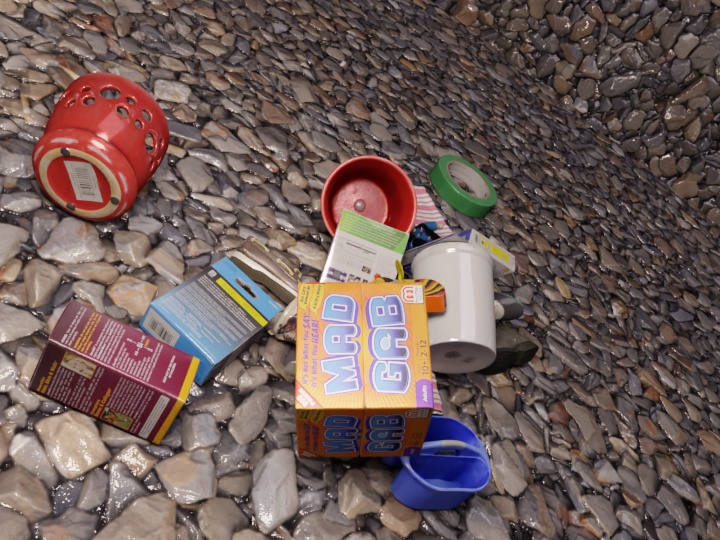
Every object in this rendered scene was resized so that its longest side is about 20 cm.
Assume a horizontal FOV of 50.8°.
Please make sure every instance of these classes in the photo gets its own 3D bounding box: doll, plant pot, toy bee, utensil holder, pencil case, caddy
[{"bbox_3d":[0.166,-0.057,1.758,0.199,0.048,0.138,38,62,-12],"label":"doll"},{"bbox_3d":[-0.445,-0.202,1.285,0.198,0.201,0.185,28,43,-13],"label":"plant pot"},{"bbox_3d":[0.057,0.036,1.396,0.195,0.133,0.110,10,32,-8],"label":"toy bee"},{"bbox_3d":[0.008,-0.135,1.592,0.198,0.203,0.177,32,-1,-7],"label":"plant pot"},{"bbox_3d":[0.180,0.076,1.472,0.167,0.170,0.204,18,57,-25],"label":"utensil holder"},{"bbox_3d":[-0.063,0.129,1.345,0.198,0.090,0.078,33,-8,-3],"label":"pencil case"},{"bbox_3d":[0.131,0.319,1.282,0.197,0.106,0.143,11,41,-33],"label":"caddy"}]

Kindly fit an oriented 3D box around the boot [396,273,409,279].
[{"bbox_3d":[0.059,0.043,1.567,0.198,0.078,0.139,-20,69,-50],"label":"boot"}]

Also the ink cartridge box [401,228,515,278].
[{"bbox_3d":[0.182,-0.024,1.557,0.198,0.196,0.048,30,55,-35],"label":"ink cartridge box"}]

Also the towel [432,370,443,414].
[{"bbox_3d":[0.086,0.180,1.469,0.144,0.030,0.202,20,38,-25],"label":"towel"}]

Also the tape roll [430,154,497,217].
[{"bbox_3d":[0.287,-0.235,2.106,0.197,0.048,0.203,25,36,-19],"label":"tape roll"}]

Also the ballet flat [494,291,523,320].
[{"bbox_3d":[0.259,0.076,1.676,0.196,0.074,0.073,20,31,18],"label":"ballet flat"}]

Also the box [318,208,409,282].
[{"bbox_3d":[0.000,0.000,1.470,0.142,0.036,0.204,20,78,-7],"label":"box"}]

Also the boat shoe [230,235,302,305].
[{"bbox_3d":[-0.145,0.012,1.406,0.198,0.072,0.060,35,65,2],"label":"boat shoe"}]

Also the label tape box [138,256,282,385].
[{"bbox_3d":[-0.243,0.079,1.257,0.144,0.064,0.200,42,35,7],"label":"label tape box"}]

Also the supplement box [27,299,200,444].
[{"bbox_3d":[-0.340,0.143,1.056,0.197,0.111,0.086,28,35,-14],"label":"supplement box"}]

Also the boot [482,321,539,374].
[{"bbox_3d":[0.292,0.155,1.671,0.197,0.069,0.131,-3,39,-43],"label":"boot"}]

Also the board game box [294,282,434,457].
[{"bbox_3d":[0.000,0.157,1.174,0.195,0.201,0.204,0,58,-2],"label":"board game box"}]

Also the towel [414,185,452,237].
[{"bbox_3d":[0.148,-0.146,1.883,0.144,0.030,0.202,3,48,-41],"label":"towel"}]
